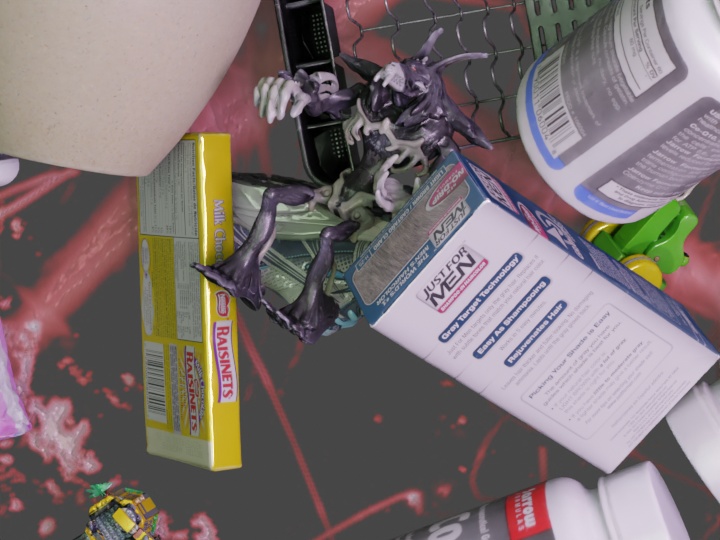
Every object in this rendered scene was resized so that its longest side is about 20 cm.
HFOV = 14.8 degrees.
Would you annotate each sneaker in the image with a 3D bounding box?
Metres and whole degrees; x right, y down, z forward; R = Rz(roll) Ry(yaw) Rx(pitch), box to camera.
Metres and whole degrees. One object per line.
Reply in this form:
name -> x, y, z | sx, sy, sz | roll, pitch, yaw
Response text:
sneaker -> 0.000, 0.000, 1.680 | 0.200, 0.078, 0.086 | 14, 102, 18

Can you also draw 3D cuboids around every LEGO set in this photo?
LEGO set -> -0.157, 0.237, 1.694 | 0.154, 0.116, 0.200 | -24, 90, 11

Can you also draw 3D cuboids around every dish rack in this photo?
dish rack -> 0.056, -0.139, 1.665 | 0.200, 0.055, 0.154 | -10, 93, 10

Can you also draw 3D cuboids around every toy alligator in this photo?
toy alligator -> 0.167, -0.006, 1.657 | 0.200, 0.059, 0.054 | -43, 127, 9

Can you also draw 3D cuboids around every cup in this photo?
cup -> -0.161, -0.134, 1.627 | 0.200, 0.200, 0.144 | 12, 95, 9

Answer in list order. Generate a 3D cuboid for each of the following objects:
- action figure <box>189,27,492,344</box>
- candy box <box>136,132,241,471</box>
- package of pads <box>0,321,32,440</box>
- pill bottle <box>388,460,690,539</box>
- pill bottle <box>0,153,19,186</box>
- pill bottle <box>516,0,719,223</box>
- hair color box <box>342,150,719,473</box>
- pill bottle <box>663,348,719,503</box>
action figure -> -0.005, -0.060, 1.591 | 0.119, 0.102, 0.200 | 32, 87, 21
candy box -> -0.105, 0.016, 1.683 | 0.026, 0.102, 0.200 | -4, 95, -29
package of pads -> -0.313, 0.067, 1.732 | 0.200, 0.076, 0.121 | -14, 89, 10
pill bottle -> 0.096, 0.190, 1.649 | 0.200, 0.114, 0.114 | -22, 90, 11
pill bottle -> -0.283, -0.139, 1.694 | 0.112, 0.112, 0.200 | -13, 92, 10
pill bottle -> 0.187, -0.116, 1.548 | 0.200, 0.114, 0.114 | -35, 87, 47
hair color box -> 0.098, 0.025, 1.576 | 0.200, 0.061, 0.100 | 32, 106, -34
pill bottle -> 0.280, 0.057, 1.609 | 0.200, 0.113, 0.113 | -35, 87, 10
